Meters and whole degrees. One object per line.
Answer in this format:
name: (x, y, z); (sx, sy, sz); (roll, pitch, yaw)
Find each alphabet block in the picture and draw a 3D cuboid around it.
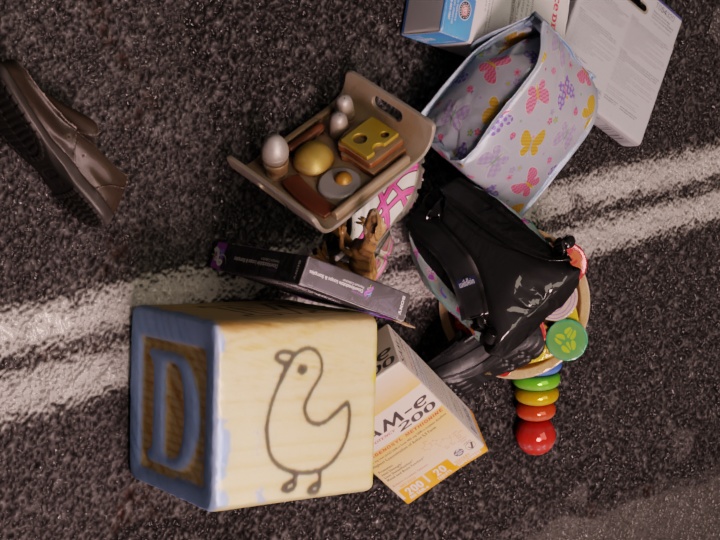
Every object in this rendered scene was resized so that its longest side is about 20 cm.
alphabet block: (-0.117, 0.135, 1.362); (0.198, 0.196, 0.198); (-2, 97, -36)

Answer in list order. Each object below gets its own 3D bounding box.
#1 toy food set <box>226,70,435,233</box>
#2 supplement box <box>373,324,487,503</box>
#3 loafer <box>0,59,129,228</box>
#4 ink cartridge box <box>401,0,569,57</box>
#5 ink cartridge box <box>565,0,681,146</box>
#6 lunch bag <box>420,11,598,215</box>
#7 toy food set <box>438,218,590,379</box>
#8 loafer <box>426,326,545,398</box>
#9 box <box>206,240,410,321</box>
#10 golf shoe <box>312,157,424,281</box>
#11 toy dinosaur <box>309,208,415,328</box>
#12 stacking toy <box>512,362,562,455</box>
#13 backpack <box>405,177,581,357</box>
toy food set: (-0.031, -0.140, 1.426); (0.200, 0.143, 0.061); (-39, 148, -26)
supplement box: (0.044, 0.173, 1.511); (0.126, 0.074, 0.200); (-36, 126, 13)
loafer: (-0.306, -0.136, 1.285); (0.072, 0.073, 0.201); (-53, 126, -31)
ink cartridge box: (0.161, -0.340, 1.591); (0.199, 0.083, 0.147); (11, 87, -36)
ink cartridge box: (0.343, -0.304, 1.753); (0.196, 0.043, 0.202); (29, 75, -33)
lunch bag: (0.188, -0.195, 1.557); (0.200, 0.127, 0.169); (-50, 140, 6)
toy food set: (0.195, 0.037, 1.610); (0.196, 0.049, 0.202); (-14, 92, 6)
loafer: (0.132, 0.108, 1.576); (0.068, 0.199, 0.071); (39, 28, -53)
box: (-0.059, 0.010, 1.389); (0.142, 0.199, 0.036); (20, 85, -36)
golf shoe: (0.012, -0.084, 1.512); (0.092, 0.072, 0.202); (28, 78, -32)
toy dinosaur: (0.000, 0.000, 1.448); (0.060, 0.106, 0.201); (-41, 151, -19)
stacking toy: (0.233, 0.148, 1.692); (0.085, 0.085, 0.202); (-9, 103, -35)
backpack: (0.141, -0.007, 1.512); (0.167, 0.200, 0.127); (-39, 157, -17)
